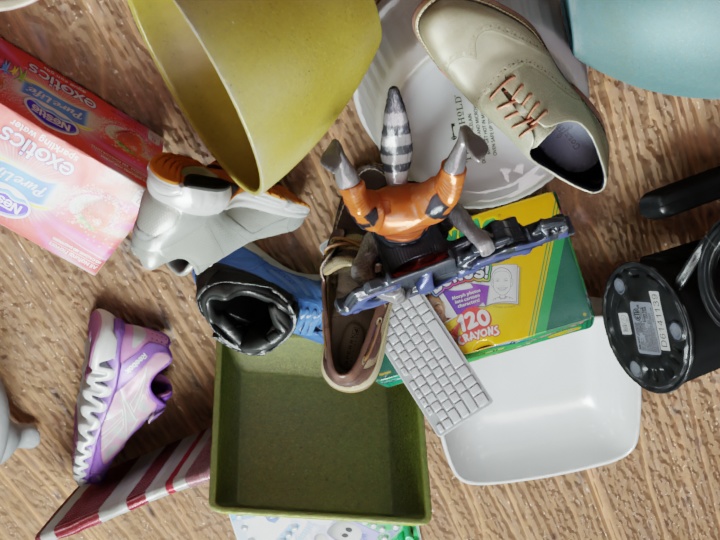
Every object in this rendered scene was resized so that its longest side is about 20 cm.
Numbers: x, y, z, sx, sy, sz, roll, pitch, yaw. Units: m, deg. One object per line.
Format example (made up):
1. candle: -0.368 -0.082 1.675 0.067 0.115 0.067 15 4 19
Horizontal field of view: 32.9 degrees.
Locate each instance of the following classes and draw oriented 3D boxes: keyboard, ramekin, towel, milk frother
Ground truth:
1. keyboard: 0.038 0.045 1.057 0.056 0.201 0.011 -33 165 3
2. ramekin: 0.095 -0.142 0.992 0.200 0.095 0.204 -3 126 -4
3. towel: -0.204 0.204 1.181 0.199 0.144 0.023 -23 98 11
4. milk frother: 0.340 0.011 1.037 0.187 0.200 0.182 -16 114 -24

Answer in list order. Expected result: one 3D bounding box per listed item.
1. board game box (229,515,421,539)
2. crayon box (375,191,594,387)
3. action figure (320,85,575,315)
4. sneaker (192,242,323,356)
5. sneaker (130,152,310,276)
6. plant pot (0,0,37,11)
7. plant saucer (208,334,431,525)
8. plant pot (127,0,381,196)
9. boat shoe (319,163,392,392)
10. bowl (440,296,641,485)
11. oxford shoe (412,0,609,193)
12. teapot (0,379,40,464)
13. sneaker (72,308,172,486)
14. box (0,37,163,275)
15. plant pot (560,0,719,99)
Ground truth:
1. board game box: -0.044 0.250 1.299 0.198 0.026 0.201 -11 125 2
2. crayon box: 0.096 0.018 1.088 0.198 0.120 0.058 -17 166 7
3. action figure: 0.062 -0.050 0.952 0.198 0.105 0.194 -16 150 -5
4. sneaker: -0.063 0.044 1.097 0.199 0.112 0.077 30 118 -24
5. sneaker: -0.120 -0.040 1.003 0.199 0.076 0.092 3 119 -59
6. plant pot: -0.242 -0.269 0.815 0.198 0.180 0.201 -2 126 -3
7. plant saucer: -0.041 0.152 1.132 0.198 0.201 0.048 6 139 -10
8. plant pot: -0.069 -0.179 0.909 0.141 0.200 0.201 -32 126 -13
9. boat shoe: 0.000 0.000 1.031 0.071 0.202 0.072 10 168 9
10. bowl: 0.168 0.110 1.191 0.198 0.075 0.201 -11 126 1
11. oxford shoe: 0.120 -0.132 0.897 0.199 0.074 0.071 34 116 -26
12. teapot: -0.421 0.133 1.112 0.196 0.146 0.201 -30 104 -15
13. sneaker: -0.227 0.130 1.167 0.088 0.081 0.201 6 124 -19
14. box: -0.270 -0.099 0.984 0.199 0.095 0.103 32 117 -25
15. plant pot: 0.214 -0.216 0.892 0.134 0.201 0.201 -10 126 7
